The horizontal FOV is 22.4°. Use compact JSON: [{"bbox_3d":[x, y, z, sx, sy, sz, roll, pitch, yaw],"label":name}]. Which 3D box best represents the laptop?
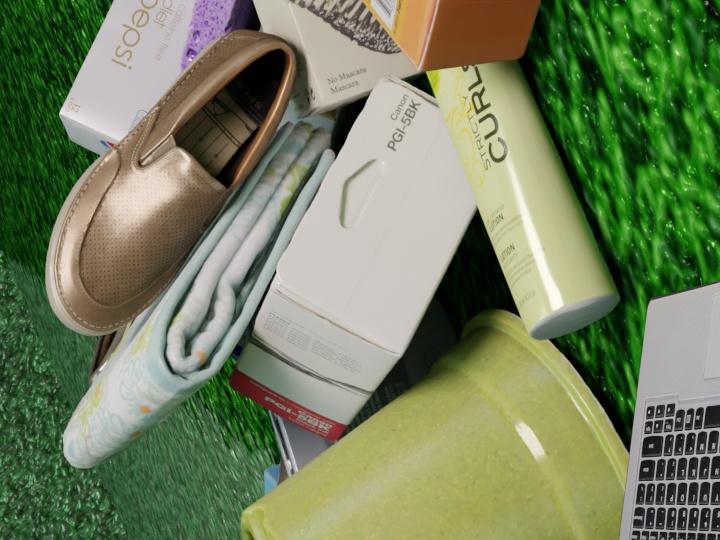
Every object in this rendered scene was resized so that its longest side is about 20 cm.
[{"bbox_3d":[0.102,0.091,0.763,0.187,0.115,0.202,156,123,-73],"label":"laptop"}]

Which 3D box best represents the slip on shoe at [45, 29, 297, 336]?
[{"bbox_3d":[-0.101,-0.051,1.011,0.076,0.200,0.060,45,163,-22],"label":"slip on shoe"}]

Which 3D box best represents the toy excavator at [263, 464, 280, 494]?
[{"bbox_3d":[-0.032,0.137,1.463,0.194,0.099,0.202,-144,50,-59],"label":"toy excavator"}]

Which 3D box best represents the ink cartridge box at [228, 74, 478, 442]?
[{"bbox_3d":[0.000,0.000,1.054,0.082,0.148,0.200,28,160,-1],"label":"ink cartridge box"}]

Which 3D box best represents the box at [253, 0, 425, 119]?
[{"bbox_3d":[-0.028,-0.197,1.055,0.202,0.082,0.068,70,164,-3],"label":"box"}]

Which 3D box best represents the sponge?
[{"bbox_3d":[-0.091,-0.141,1.179,0.030,0.112,0.201,24,135,1],"label":"sponge"}]

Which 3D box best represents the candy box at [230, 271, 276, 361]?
[{"bbox_3d":[-0.065,0.034,1.318,0.169,0.077,0.200,38,177,-25],"label":"candy box"}]

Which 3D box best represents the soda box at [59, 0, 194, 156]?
[{"bbox_3d":[-0.128,-0.170,1.208,0.063,0.201,0.068,24,170,1],"label":"soda box"}]

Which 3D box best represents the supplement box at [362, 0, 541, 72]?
[{"bbox_3d":[0.017,-0.187,0.925,0.201,0.066,0.069,58,148,37],"label":"supplement box"}]

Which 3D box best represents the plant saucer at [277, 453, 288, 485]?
[{"bbox_3d":[-0.043,0.195,1.256,0.200,0.032,0.202,-174,90,-84],"label":"plant saucer"}]

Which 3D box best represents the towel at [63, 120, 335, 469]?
[{"bbox_3d":[-0.094,0.017,1.080,0.048,0.201,0.171,35,146,-7],"label":"towel"}]

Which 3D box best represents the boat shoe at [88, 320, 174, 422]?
[{"bbox_3d":[-0.142,0.004,1.217,0.072,0.060,0.203,-43,34,42],"label":"boat shoe"}]

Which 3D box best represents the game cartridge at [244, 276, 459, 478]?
[{"bbox_3d":[0.009,0.090,1.165,0.040,0.132,0.202,119,135,-77],"label":"game cartridge"}]

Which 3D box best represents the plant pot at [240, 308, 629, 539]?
[{"bbox_3d":[0.040,0.152,1.022,0.201,0.183,0.201,54,160,29],"label":"plant pot"}]

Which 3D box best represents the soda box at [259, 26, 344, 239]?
[{"bbox_3d":[-0.049,-0.094,1.210,0.068,0.064,0.200,22,156,0],"label":"soda box"}]

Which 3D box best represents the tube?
[{"bbox_3d":[0.073,-0.063,0.941,0.052,0.058,0.202,21,-134,-64],"label":"tube"}]
